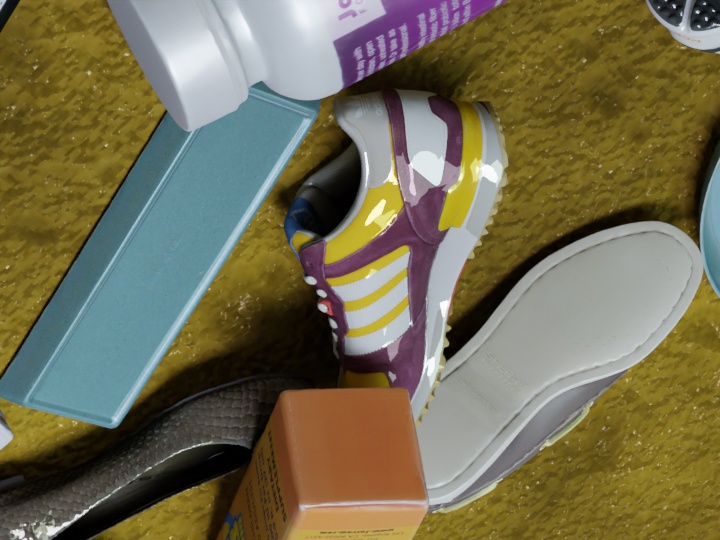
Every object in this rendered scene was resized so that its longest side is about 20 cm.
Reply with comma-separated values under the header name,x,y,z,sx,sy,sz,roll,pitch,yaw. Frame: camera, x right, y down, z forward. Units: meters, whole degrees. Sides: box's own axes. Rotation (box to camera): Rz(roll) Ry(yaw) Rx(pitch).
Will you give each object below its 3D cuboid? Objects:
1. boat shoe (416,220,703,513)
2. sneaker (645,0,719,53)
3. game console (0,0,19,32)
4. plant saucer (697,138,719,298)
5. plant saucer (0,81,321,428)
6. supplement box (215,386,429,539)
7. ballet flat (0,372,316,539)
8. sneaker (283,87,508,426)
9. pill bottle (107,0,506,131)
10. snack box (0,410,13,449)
name,x,y,z,sx,sy,sz,roll,pitch,yaw
boat shoe,0.091,0.051,1.378,0.200,0.072,0.060,-41,164,-11
sneaker,0.210,-0.182,1.275,0.200,0.074,0.080,-43,163,-1
game console,-0.211,-0.149,1.066,0.200,0.116,0.176,-56,162,18
plant saucer,0.258,-0.058,1.420,0.200,0.027,0.200,-17,132,-20
plant saucer,-0.091,-0.009,1.251,0.070,0.019,0.200,18,113,-40
supplement box,-0.025,0.132,1.315,0.069,0.067,0.200,-2,148,-15
ballet flat,-0.107,0.104,1.300,0.200,0.046,0.067,-22,151,-14
sneaker,0.000,0.000,1.286,0.090,0.075,0.200,7,120,-17
pill bottle,-0.005,-0.140,1.132,0.200,0.112,0.112,-30,135,-9
snack box,-0.257,0.117,1.243,0.200,0.024,0.072,-40,134,2
